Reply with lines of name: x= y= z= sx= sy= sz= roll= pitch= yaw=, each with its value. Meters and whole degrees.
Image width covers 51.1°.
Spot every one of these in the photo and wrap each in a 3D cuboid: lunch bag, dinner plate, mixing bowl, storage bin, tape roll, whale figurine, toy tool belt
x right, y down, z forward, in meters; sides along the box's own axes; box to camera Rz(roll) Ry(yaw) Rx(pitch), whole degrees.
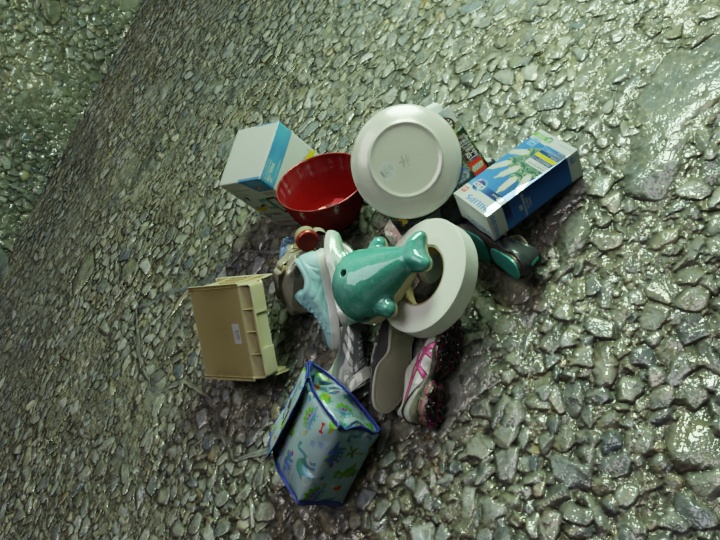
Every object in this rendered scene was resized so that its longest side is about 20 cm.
lunch bag: x=-0.082 y=0.283 z=1.329 sx=0.172 sy=0.126 sz=0.200 roll=-61 pitch=39 yaw=14
dinner plate: x=0.079 y=-0.193 z=1.321 sx=0.196 sy=0.024 sz=0.204 roll=0 pitch=87 yaw=7
mixing bowl: x=-0.071 y=-0.148 z=1.608 sx=0.196 sy=0.110 sz=0.202 roll=-10 pitch=40 yaw=9
storage bin: x=-0.251 y=0.118 z=1.567 sx=0.196 sy=0.093 sz=0.204 roll=-5 pitch=97 yaw=41
tape roll: x=0.113 y=0.012 z=1.283 sx=0.201 sy=0.037 sz=0.206 roll=-27 pitch=52 yaw=41
whale figurine: x=0.030 y=0.004 z=1.273 sx=0.199 sy=0.103 sz=0.161 roll=-34 pitch=48 yaw=35
toy tool belt: x=-0.125 y=-0.018 z=1.561 sx=0.123 sy=0.122 sz=0.203 roll=-119 pitch=28 yaw=-55

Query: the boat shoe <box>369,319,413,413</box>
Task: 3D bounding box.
boat shoe: x=0.051 y=0.163 z=1.357 sx=0.062 sy=0.072 sz=0.203 roll=-28 pitch=42 yaw=55

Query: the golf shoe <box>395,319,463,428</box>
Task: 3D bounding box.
golf shoe: x=0.112 y=0.161 z=1.281 sx=0.091 sy=0.072 sz=0.203 roll=3 pitch=67 yaw=44

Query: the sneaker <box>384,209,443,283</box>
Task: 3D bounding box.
sneaker: x=0.098 y=-0.046 z=1.428 sx=0.103 sy=0.075 sz=0.203 roll=-21 pitch=44 yaw=28

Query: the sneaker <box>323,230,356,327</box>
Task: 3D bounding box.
sneaker: x=0.000 y=0.000 z=1.421 sx=0.116 sy=0.074 sz=0.203 roll=-18 pitch=60 yaw=6

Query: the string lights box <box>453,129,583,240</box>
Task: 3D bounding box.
string lights box: x=0.271 y=-0.148 z=1.296 sx=0.199 sy=0.059 sz=0.103 roll=-36 pitch=41 yaw=-9

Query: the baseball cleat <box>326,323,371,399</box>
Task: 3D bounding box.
baseball cleat: x=-0.001 y=0.159 z=1.411 sx=0.105 sy=0.070 sz=0.203 roll=14 pitch=79 yaw=33

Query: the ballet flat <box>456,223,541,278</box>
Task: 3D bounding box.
ballet flat: x=0.240 y=-0.044 z=1.306 sx=0.074 sy=0.073 sz=0.200 roll=-54 pitch=35 yaw=1

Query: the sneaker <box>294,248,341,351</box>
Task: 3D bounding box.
sneaker: x=-0.085 y=0.063 z=1.477 sx=0.080 sy=0.074 sz=0.204 roll=-12 pitch=86 yaw=2

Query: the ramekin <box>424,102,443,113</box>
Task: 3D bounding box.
ramekin: x=0.092 y=-0.243 z=1.466 sx=0.198 sy=0.099 sz=0.201 roll=-26 pitch=7 yaw=3

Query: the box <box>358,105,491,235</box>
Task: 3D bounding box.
box: x=0.115 y=-0.177 z=1.348 sx=0.199 sy=0.038 sz=0.138 roll=-35 pitch=85 yaw=3

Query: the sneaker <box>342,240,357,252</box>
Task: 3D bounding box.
sneaker: x=-0.019 y=-0.003 z=1.517 sx=0.080 sy=0.073 sz=0.200 roll=-55 pitch=41 yaw=8

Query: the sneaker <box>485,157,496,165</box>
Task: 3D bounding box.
sneaker: x=0.158 y=-0.178 z=1.408 sx=0.197 sy=0.072 sz=0.084 roll=-22 pitch=55 yaw=-6

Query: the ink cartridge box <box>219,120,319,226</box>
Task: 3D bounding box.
ink cartridge box: x=-0.185 y=-0.214 z=1.714 sx=0.145 sy=0.199 sz=0.148 roll=-2 pitch=64 yaw=43
